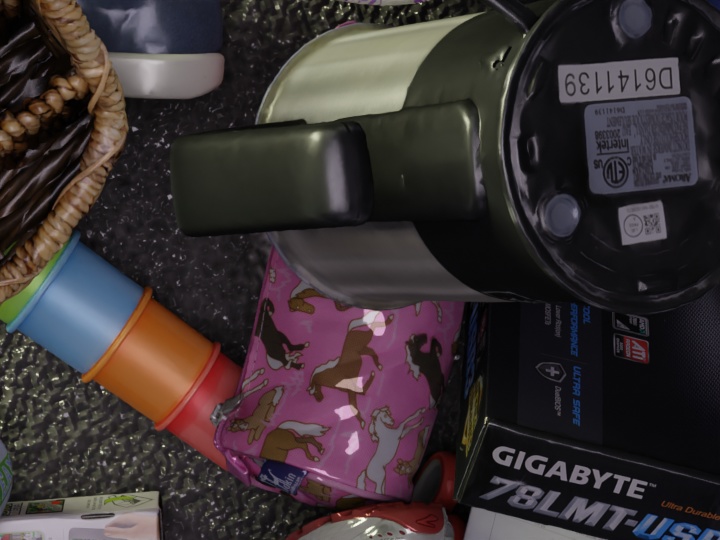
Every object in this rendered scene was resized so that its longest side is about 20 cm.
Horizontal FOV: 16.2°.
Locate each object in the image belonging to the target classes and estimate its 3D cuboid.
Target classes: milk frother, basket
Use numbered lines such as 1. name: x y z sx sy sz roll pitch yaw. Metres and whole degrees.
1. milk frother: 0.033 -0.090 0.931 0.180 0.188 0.201 13 83 -30
2. basket: -0.186 -0.037 0.951 0.200 0.149 0.143 -36 92 -8

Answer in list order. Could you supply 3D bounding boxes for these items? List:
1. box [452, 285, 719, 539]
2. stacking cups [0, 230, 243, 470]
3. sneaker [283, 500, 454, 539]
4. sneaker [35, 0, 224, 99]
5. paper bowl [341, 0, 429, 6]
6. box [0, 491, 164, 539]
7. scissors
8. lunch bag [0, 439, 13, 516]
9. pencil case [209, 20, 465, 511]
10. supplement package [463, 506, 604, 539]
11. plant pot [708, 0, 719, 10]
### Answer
1. box: 0.142 0.044 1.043 0.197 0.200 0.050 14 124 -4
2. stacking cups: -0.122 0.017 1.088 0.200 0.061 0.061 37 94 -7
3. sneaker: -0.006 0.173 1.068 0.077 0.082 0.201 -2 134 -32
4. sneaker: -0.157 -0.116 1.067 0.199 0.075 0.085 0 94 -11
5. paper bowl: 0.007 -0.212 1.045 0.199 0.104 0.202 -1 97 -4
6. box: -0.136 0.203 1.125 0.109 0.035 0.201 -3 98 -3
7. scissors: 0.008 0.172 1.136 0.014 0.073 0.201 13 121 -18
8. lunch bag: -0.254 0.096 1.065 0.200 0.076 0.161 35 104 5
9. pencil case: 0.000 0.000 1.066 0.086 0.083 0.201 22 79 -44
10. supplement package: 0.097 0.184 1.082 0.113 0.109 0.201 18 98 26
11. plant pot: 0.197 -0.127 1.028 0.179 0.200 0.201 31 94 0
